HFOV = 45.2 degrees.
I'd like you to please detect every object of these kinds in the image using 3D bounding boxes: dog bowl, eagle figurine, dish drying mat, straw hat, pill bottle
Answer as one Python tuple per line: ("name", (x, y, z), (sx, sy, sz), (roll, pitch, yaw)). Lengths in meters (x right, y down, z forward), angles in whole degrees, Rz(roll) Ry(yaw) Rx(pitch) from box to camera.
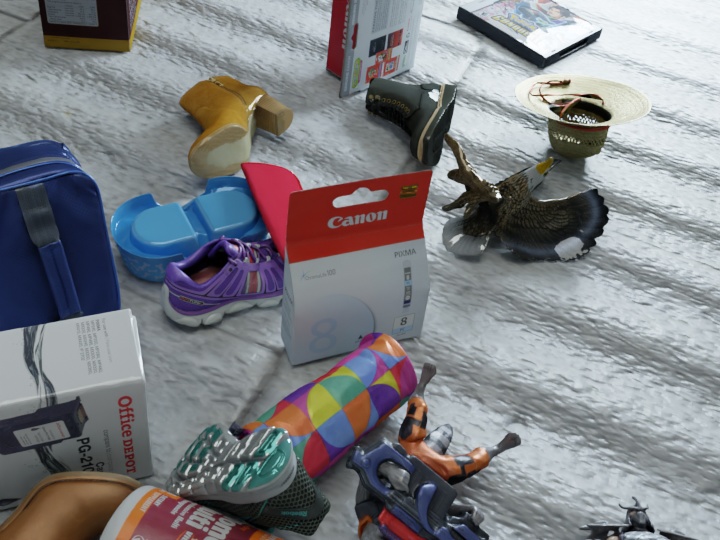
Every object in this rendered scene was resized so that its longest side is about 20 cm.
("dog bowl", (-0.195, -0.048, 1.024), (0.196, 0.050, 0.112), (-17, 49, -24))
("eagle figurine", (0.205, -0.090, 1.104), (0.197, 0.149, 0.156), (10, 78, -44))
("dish drying mat", (-0.083, -0.066, 1.012), (0.075, 0.018, 0.202), (7, 35, -29))
("straw hat", (0.315, -0.211, 1.255), (0.195, 0.087, 0.203), (0, 32, 0))
("pill bottle", (-0.106, 0.256, 0.683), (0.196, 0.111, 0.110), (18, 44, 10))

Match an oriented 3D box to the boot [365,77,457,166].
("boot", (0.057, -0.215, 1.232), (0.135, 0.079, 0.201), (12, 30, 9))

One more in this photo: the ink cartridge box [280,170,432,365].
("ink cartridge box", (0.000, 0.000, 0.898), (0.156, 0.203, 0.048), (-11, 45, -20))

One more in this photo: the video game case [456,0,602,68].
("video game case", (0.298, -0.438, 1.527), (0.179, 0.026, 0.199), (-31, 56, -34))

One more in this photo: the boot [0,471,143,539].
("boot", (-0.261, 0.255, 0.688), (0.195, 0.075, 0.156), (-16, 47, -8))

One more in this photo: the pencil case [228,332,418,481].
("pencil case", (-0.033, 0.139, 0.837), (0.198, 0.090, 0.088), (-31, 56, -34))

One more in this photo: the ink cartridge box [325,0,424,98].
("ink cartridge box", (0.012, -0.385, 1.295), (0.083, 0.203, 0.174), (36, 48, 27))

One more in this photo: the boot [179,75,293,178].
("boot", (-0.201, -0.201, 1.176), (0.142, 0.072, 0.200), (26, 43, 26))

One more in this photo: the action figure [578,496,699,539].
("action figure", (0.259, 0.282, 0.752), (0.126, 0.071, 0.202), (0, 40, 4))

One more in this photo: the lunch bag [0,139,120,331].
("lunch bag", (-0.323, -0.015, 0.869), (0.133, 0.204, 0.132), (-19, 31, -24))

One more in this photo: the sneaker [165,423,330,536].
("sneaker", (-0.098, 0.187, 0.737), (0.092, 0.198, 0.078), (49, 62, -20))

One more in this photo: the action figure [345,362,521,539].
("action figure", (0.071, 0.213, 0.797), (0.200, 0.105, 0.194), (46, 56, -2))

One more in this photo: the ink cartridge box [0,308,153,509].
("ink cartridge box", (-0.286, 0.128, 0.758), (0.195, 0.147, 0.085), (-10, 47, -19))

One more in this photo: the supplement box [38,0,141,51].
("supplement box", (-0.412, -0.479, 1.320), (0.129, 0.203, 0.200), (2, 44, -8))

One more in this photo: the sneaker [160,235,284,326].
("sneaker", (-0.128, -0.004, 0.965), (0.197, 0.085, 0.081), (-24, 53, -33))
